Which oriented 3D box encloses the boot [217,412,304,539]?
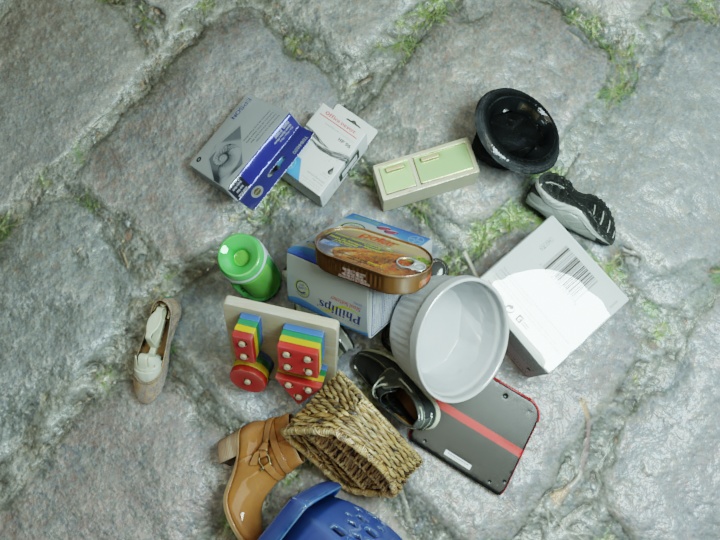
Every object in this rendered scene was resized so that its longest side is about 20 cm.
[{"bbox_3d":[-0.162,0.360,1.024,0.152,0.074,0.204,-23,72,11],"label":"boot"}]

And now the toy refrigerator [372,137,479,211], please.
[{"bbox_3d":[0.127,-0.189,1.160,0.195,0.070,0.078,-17,77,-1],"label":"toy refrigerator"}]

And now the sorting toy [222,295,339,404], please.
[{"bbox_3d":[-0.141,0.153,1.018,0.195,0.201,0.071,12,48,6],"label":"sorting toy"}]

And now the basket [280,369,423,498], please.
[{"bbox_3d":[-0.008,0.298,0.974,0.149,0.142,0.201,-43,118,-9],"label":"basket"}]

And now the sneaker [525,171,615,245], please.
[{"bbox_3d":[0.407,-0.112,1.137,0.198,0.079,0.075,33,60,-7],"label":"sneaker"}]

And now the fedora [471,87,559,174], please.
[{"bbox_3d":[0.287,-0.252,1.144,0.196,0.092,0.205,9,67,-21],"label":"fedora"}]

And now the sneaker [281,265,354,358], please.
[{"bbox_3d":[-0.111,0.094,1.099,0.114,0.076,0.202,-36,80,-8],"label":"sneaker"}]

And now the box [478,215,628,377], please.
[{"bbox_3d":[0.325,0.051,1.064,0.199,0.131,0.200,-39,78,-7],"label":"box"}]

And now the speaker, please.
[{"bbox_3d":[-0.196,-0.001,1.060,0.086,0.200,0.091,0,76,2],"label":"speaker"}]

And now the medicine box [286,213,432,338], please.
[{"bbox_3d":[0.000,0.000,1.025,0.179,0.105,0.199,21,34,30],"label":"medicine box"}]

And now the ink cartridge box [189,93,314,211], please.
[{"bbox_3d":[-0.217,-0.239,1.161,0.198,0.041,0.201,31,79,34],"label":"ink cartridge box"}]

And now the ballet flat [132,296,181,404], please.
[{"bbox_3d":[-0.390,0.144,1.102,0.066,0.067,0.205,8,77,4],"label":"ballet flat"}]

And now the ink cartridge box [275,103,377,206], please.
[{"bbox_3d":[-0.064,-0.247,1.182,0.115,0.068,0.202,34,80,10],"label":"ink cartridge box"}]

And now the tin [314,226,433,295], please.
[{"bbox_3d":[0.019,-0.018,0.916,0.197,0.043,0.112,19,38,27],"label":"tin"}]

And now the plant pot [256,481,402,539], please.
[{"bbox_3d":[-0.068,0.465,0.938,0.179,0.200,0.201,40,95,18],"label":"plant pot"}]

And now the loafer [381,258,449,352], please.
[{"bbox_3d":[0.108,0.062,1.100,0.072,0.072,0.203,28,79,9],"label":"loafer"}]

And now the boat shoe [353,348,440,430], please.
[{"bbox_3d":[0.051,0.205,1.038,0.199,0.067,0.073,38,115,37],"label":"boat shoe"}]

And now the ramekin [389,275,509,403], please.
[{"bbox_3d":[0.140,0.102,0.973,0.196,0.104,0.206,-7,104,-31],"label":"ramekin"}]

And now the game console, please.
[{"bbox_3d":[0.209,0.276,1.071,0.197,0.031,0.179,29,85,9],"label":"game console"}]
